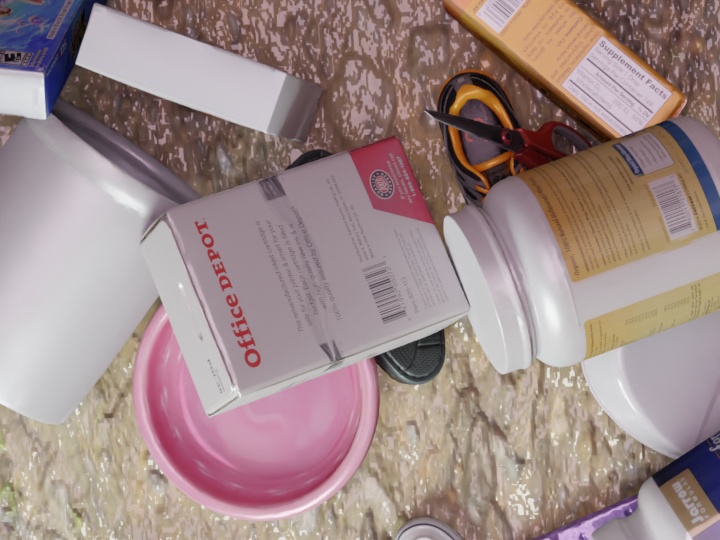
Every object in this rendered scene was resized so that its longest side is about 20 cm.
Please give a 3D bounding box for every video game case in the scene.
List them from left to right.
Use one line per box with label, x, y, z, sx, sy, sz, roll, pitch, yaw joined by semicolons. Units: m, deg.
video game case;-0.301;-0.193;1.723;0.180;0.200;0.046;5;125;6

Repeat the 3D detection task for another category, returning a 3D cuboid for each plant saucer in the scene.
plant saucer;-0.077;0.092;1.755;0.199;0.051;0.202;2;97;16

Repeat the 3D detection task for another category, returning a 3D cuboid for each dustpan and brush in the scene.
dustpan and brush;0.198;0.052;1.721;0.199;0.057;0.140;23;83;-21

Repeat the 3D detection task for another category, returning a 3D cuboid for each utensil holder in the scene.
utensil holder;-0.233;-0.007;1.728;0.170;0.170;0.200;35;96;5

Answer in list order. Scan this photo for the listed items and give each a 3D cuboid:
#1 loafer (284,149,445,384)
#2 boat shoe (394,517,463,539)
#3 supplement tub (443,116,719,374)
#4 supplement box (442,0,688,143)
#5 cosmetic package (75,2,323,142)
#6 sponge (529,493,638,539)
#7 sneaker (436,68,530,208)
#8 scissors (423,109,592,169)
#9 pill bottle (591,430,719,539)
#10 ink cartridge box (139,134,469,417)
loafer;0.000;0.000;1.764;0.072;0.063;0.201;-29;91;-25
boat shoe;0.072;0.291;1.746;0.072;0.066;0.201;-14;89;6
supplement tub;0.174;-0.016;1.636;0.199;0.145;0.145;-19;88;-7
supplement box;0.157;-0.166;1.733;0.200;0.067;0.069;42;91;4
cosmetic package;-0.116;-0.146;1.696;0.150;0.200;0.052;18;93;6
sponge;0.217;0.233;1.748;0.199;0.030;0.112;-24;89;5
sneaker;0.110;-0.060;1.734;0.078;0.077;0.201;-27;89;4
scissors;0.114;-0.102;1.690;0.014;0.200;0.073;-13;57;42
pill bottle;0.277;0.180;1.669;0.200;0.116;0.116;-35;87;3
ink cartridge box;-0.043;0.003;1.654;0.199;0.083;0.147;-19;83;-25
